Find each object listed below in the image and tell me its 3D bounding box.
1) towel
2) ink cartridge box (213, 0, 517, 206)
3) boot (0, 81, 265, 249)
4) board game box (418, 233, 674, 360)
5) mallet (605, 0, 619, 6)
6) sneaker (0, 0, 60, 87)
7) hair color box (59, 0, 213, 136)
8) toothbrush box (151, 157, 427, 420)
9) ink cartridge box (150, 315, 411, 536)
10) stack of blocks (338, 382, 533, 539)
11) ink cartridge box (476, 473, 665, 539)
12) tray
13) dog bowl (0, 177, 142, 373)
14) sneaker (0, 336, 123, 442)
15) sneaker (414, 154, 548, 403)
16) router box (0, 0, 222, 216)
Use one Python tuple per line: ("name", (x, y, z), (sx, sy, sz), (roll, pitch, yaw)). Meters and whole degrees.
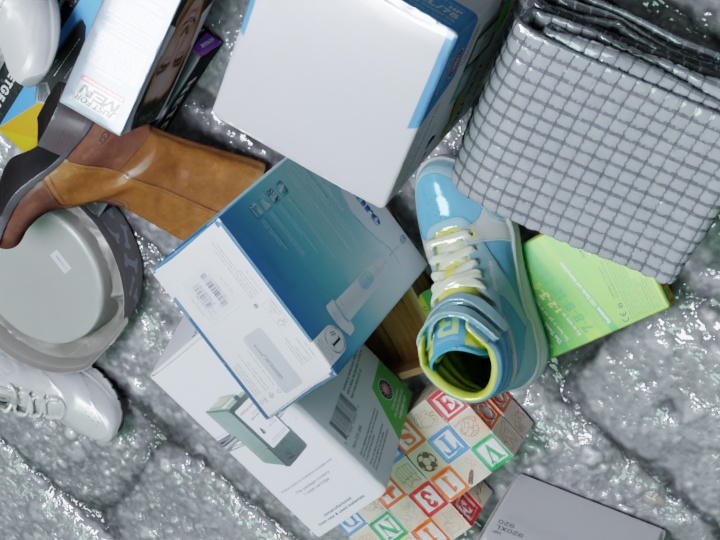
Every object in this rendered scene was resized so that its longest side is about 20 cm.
("towel", (0.182, -0.103, 1.123), (0.198, 0.086, 0.167), (21, 131, -2))
("ink cartridge box", (0.015, -0.175, 1.122), (0.145, 0.200, 0.148), (29, 124, 8))
("boot", (-0.208, -0.061, 1.339), (0.198, 0.069, 0.189), (22, 120, -26))
("board game box", (0.148, 0.023, 1.253), (0.199, 0.030, 0.096), (-26, 90, 26))
("mallet", (0.137, -0.139, 1.193), (0.066, 0.041, 0.200), (44, 129, -2))
("sneaker", (-0.305, -0.246, 1.276), (0.070, 0.080, 0.203), (-27, 72, 41))
("hair color box", (-0.158, -0.214, 1.209), (0.060, 0.099, 0.201), (29, 108, 4))
("toothbrush box", (-0.049, -0.003, 1.205), (0.085, 0.200, 0.147), (-33, 99, 34))
("ink cartridge box", (-0.061, 0.094, 1.270), (0.084, 0.146, 0.200), (-37, 106, 28))
("stack of blocks", (0.062, 0.178, 1.370), (0.115, 0.059, 0.200), (46, 125, -2))
("ink cartridge box", (0.163, 0.315, 1.337), (0.146, 0.145, 0.202), (18, 121, 16))
("tray", (0.000, 0.000, 1.326), (0.098, 0.037, 0.201), (-20, 105, 31))
("dog bowl", (-0.294, -0.004, 1.450), (0.198, 0.059, 0.202), (11, 119, 20))
("sneaker", (-0.325, 0.117, 1.509), (0.199, 0.087, 0.075), (28, 122, 9))
("sneaker", (0.078, 0.009, 1.197), (0.079, 0.130, 0.202), (-23, 90, 29))
("router box", (-0.230, -0.169, 1.340), (0.149, 0.051, 0.200), (40, 124, 2))
